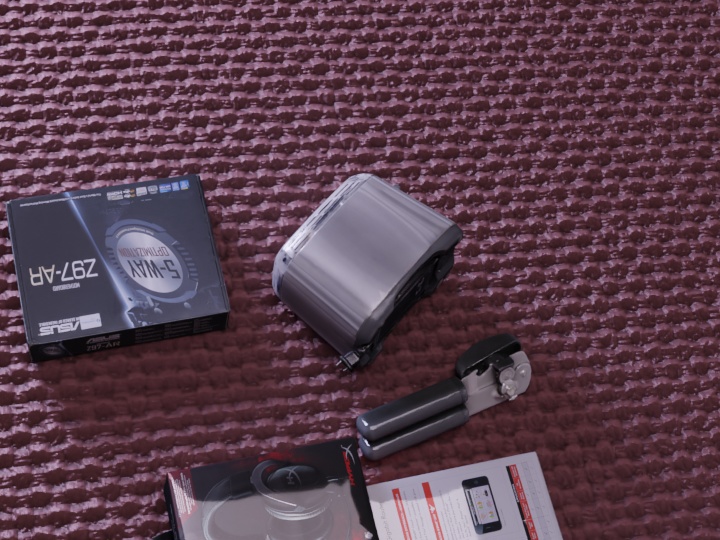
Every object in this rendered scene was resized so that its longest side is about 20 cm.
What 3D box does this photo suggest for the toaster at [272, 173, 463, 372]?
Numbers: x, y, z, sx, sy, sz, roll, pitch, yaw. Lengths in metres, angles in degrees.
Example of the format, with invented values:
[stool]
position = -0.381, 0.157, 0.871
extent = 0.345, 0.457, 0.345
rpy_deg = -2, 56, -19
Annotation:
[toaster]
position = 0.000, 0.000, 1.336
extent = 0.129, 0.114, 0.200
rpy_deg = 37, 66, 13

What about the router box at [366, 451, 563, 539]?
[router box]
position = 0.106, 0.285, 1.249
extent = 0.178, 0.049, 0.201
rpy_deg = -9, 66, -13

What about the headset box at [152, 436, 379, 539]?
[headset box]
position = -0.088, 0.249, 1.218
extent = 0.198, 0.077, 0.150
rpy_deg = -8, 66, -15

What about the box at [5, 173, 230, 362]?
[box]
position = -0.243, -0.005, 1.332
extent = 0.198, 0.044, 0.161
rpy_deg = -9, 66, -14

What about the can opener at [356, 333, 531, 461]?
[can opener]
position = 0.083, 0.128, 1.329
extent = 0.199, 0.053, 0.066
rpy_deg = -24, 36, -21
